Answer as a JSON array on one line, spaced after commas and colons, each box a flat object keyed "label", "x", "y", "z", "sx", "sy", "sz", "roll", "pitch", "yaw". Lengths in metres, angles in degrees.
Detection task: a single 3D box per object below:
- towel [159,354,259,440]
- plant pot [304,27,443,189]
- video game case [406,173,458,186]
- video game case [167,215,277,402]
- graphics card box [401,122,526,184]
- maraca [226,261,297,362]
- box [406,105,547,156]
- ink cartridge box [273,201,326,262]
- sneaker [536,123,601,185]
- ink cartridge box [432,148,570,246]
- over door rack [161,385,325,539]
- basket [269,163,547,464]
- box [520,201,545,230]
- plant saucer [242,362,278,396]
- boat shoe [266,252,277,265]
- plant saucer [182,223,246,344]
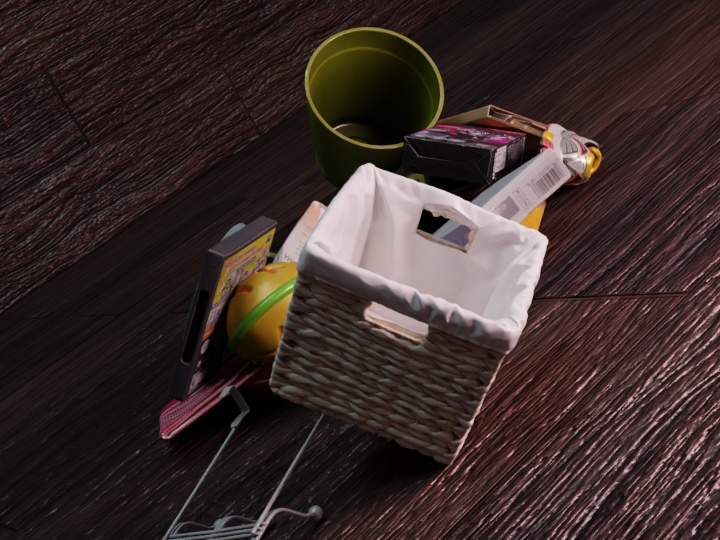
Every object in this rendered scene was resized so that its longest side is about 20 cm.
[{"label": "towel", "x": -0.192, "y": 0.152, "z": 1.465, "sx": 0.144, "sy": 0.023, "sz": 0.200, "roll": -38, "pitch": 5, "yaw": -8}, {"label": "plant pot", "x": 0.007, "y": -0.216, "z": 1.736, "sx": 0.199, "sy": 0.201, "sz": 0.193, "roll": -36, "pitch": -15, "yaw": -22}, {"label": "video game case", "x": 0.082, "y": -0.120, "z": 1.742, "sx": 0.179, "sy": 0.026, "sz": 0.199, "roll": -19, "pitch": -2, "yaw": 37}, {"label": "video game case", "x": -0.162, "y": 0.040, "z": 1.405, "sx": 0.200, "sy": 0.025, "sz": 0.183, "roll": -45, "pitch": -26, "yaw": -71}, {"label": "graphics card box", "x": 0.142, "y": -0.160, "z": 1.590, "sx": 0.124, "sy": 0.052, "sz": 0.200, "roll": 11, "pitch": 17, "yaw": 19}, {"label": "maraca", "x": -0.084, "y": 0.044, "z": 1.399, "sx": 0.137, "sy": 0.107, "sz": 0.199, "roll": -44, "pitch": -11, "yaw": 29}, {"label": "box", "x": 0.188, "y": -0.198, "z": 1.760, "sx": 0.162, "sy": 0.022, "sz": 0.199, "roll": 14, "pitch": -11, "yaw": -32}, {"label": "ink cartridge box", "x": -0.110, "y": 0.010, "z": 1.581, "sx": 0.201, "sy": 0.050, "sz": 0.162, "roll": -53, "pitch": 3, "yaw": -11}, {"label": "sneaker", "x": 0.273, "y": -0.143, "z": 1.550, "sx": 0.081, "sy": 0.079, "sz": 0.200, "roll": 13, "pitch": 16, "yaw": 9}, {"label": "ink cartridge box", "x": 0.143, "y": -0.056, "z": 1.432, "sx": 0.162, "sy": 0.050, "sz": 0.200, "roll": -40, "pitch": 1, "yaw": -32}, {"label": "over door rack", "x": -0.096, "y": 0.195, "z": 1.102, "sx": 0.147, "sy": 0.067, "sz": 0.202, "roll": -17, "pitch": 40, "yaw": 40}, {"label": "basket", "x": 0.044, "y": 0.037, "z": 1.063, "sx": 0.200, "sy": 0.196, "sz": 0.163, "roll": -58, "pitch": -13, "yaw": -60}, {"label": "box", "x": 0.166, "y": -0.049, "z": 1.484, "sx": 0.118, "sy": 0.042, "sz": 0.200, "roll": -24, "pitch": 18, "yaw": 24}, {"label": "plant saucer", "x": -0.017, "y": 0.083, "z": 1.411, "sx": 0.199, "sy": 0.037, "sz": 0.200, "roll": -16, "pitch": 20, "yaw": 45}, {"label": "boat shoe", "x": -0.129, "y": 0.000, "z": 1.816, "sx": 0.071, "sy": 0.077, "sz": 0.200, "roll": -19, "pitch": 18, "yaw": 35}, {"label": "plant saucer", "x": -0.173, "y": 0.039, "z": 1.541, "sx": 0.036, "sy": 0.202, "sz": 0.200, "roll": 21, "pitch": 31, "yaw": 9}]
